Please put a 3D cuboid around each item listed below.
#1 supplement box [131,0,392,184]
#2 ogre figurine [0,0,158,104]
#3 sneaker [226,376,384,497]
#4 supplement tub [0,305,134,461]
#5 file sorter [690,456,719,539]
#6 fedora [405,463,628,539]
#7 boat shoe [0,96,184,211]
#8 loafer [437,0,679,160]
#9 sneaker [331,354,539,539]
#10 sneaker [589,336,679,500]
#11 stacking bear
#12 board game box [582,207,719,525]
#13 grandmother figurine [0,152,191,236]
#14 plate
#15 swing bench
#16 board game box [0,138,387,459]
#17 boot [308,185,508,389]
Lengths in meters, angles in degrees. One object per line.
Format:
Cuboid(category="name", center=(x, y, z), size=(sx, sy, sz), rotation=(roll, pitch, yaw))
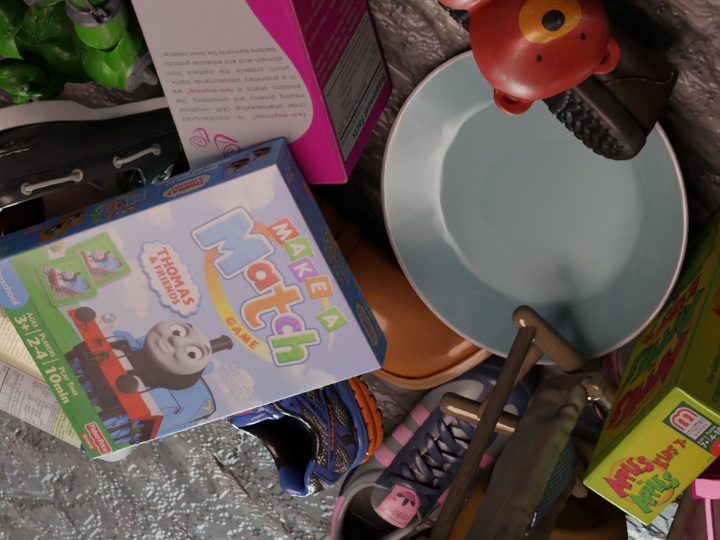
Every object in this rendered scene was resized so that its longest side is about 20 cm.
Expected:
Cuboid(category="supplement box", center=(-0.063, -0.156, 1.558), size=(0.101, 0.103, 0.200), rotation=(-1, 126, 22))
Cuboid(category="ogre figurine", center=(-0.192, -0.162, 1.609), size=(0.200, 0.098, 0.120), rotation=(-4, 137, 36))
Cuboid(category="sneaker", center=(-0.058, 0.059, 1.669), size=(0.075, 0.078, 0.200), rotation=(-17, 117, 43))
Cuboid(category="supplement tub", center=(-0.213, 0.021, 1.742), size=(0.200, 0.145, 0.145), rotation=(26, 134, 1))
Cuboid(category="file sorter", center=(0.289, 0.148, 1.572), size=(0.139, 0.200, 0.126), rotation=(0, 105, 21))
Cuboid(category="fedora", center=(0.115, 0.177, 1.727), size=(0.200, 0.201, 0.082), rotation=(10, 106, 15))
Cuboid(category="boat shoe", center=(-0.152, -0.071, 1.611), size=(0.076, 0.200, 0.060), rotation=(-16, 85, 51))
Cuboid(category="loafer", center=(0.103, -0.153, 1.521), size=(0.200, 0.071, 0.073), rotation=(48, 165, -5))
Cuboid(category="sneaker", center=(0.048, 0.129, 1.764), size=(0.070, 0.082, 0.200), rotation=(35, 133, -6))
Cuboid(category="sneaker", center=(0.194, 0.097, 1.695), size=(0.095, 0.079, 0.200), rotation=(9, 142, 53))
Cuboid(category="stacking bear", center=(0.069, -0.186, 1.423), size=(0.200, 0.121, 0.114), rotation=(66, 168, -2))
Cuboid(category="board game box", center=(0.197, 0.043, 1.546), size=(0.048, 0.200, 0.102), rotation=(34, 133, -6))
Cuboid(category="grandmother figurine", center=(-0.201, -0.037, 1.662), size=(0.200, 0.121, 0.061), rotation=(-7, 133, -12))
Cuboid(category="plate", center=(0.106, -0.041, 1.602), size=(0.200, 0.026, 0.200), rotation=(9, 110, 26))
Cuboid(category="swing bench", center=(0.123, 0.167, 1.575), size=(0.200, 0.199, 0.130), rotation=(31, 141, -5))
Cuboid(category="board game box", center=(-0.105, 0.020, 1.599), size=(0.200, 0.037, 0.151), rotation=(-19, 117, 17))
Cuboid(category="boot", center=(0.000, 0.000, 1.686), size=(0.200, 0.074, 0.155), rotation=(-18, 115, 31))
